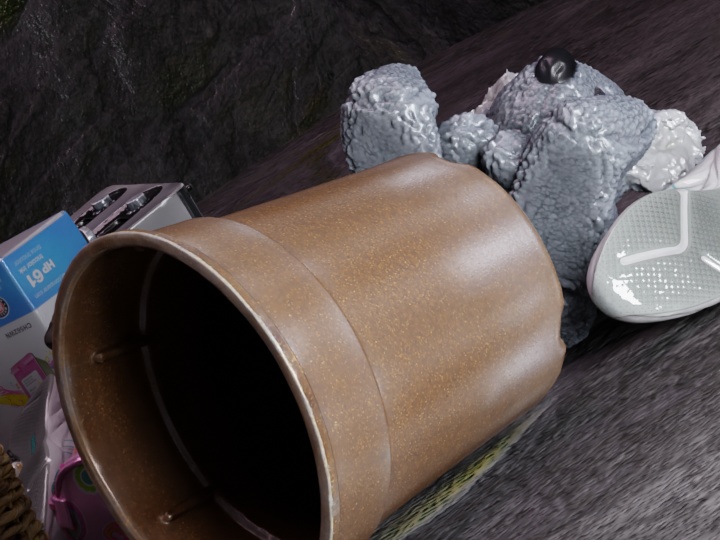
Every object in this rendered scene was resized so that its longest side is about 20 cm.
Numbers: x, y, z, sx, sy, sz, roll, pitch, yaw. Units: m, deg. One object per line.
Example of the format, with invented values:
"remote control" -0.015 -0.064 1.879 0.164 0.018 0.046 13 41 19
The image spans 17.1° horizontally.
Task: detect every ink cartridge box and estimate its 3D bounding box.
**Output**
"ink cartridge box" -0.234 0.076 1.831 0.144 0.200 0.085 -25 13 43

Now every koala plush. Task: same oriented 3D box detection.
"koala plush" 0.103 -0.057 1.423 0.177 0.184 0.200 9 31 21

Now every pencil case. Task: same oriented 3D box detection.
"pencil case" -0.146 0.109 1.577 0.087 0.087 0.200 -28 20 18

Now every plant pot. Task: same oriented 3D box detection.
"plant pot" -0.014 0.043 1.208 0.198 0.200 0.200 -26 3 -38

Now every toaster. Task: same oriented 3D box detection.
"toaster" -0.168 0.034 1.949 0.119 0.200 0.181 -36 16 -20

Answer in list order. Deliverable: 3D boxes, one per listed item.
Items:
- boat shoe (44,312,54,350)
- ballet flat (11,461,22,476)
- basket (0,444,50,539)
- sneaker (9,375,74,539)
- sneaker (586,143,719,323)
"boat shoe" -0.106 0.069 1.522 0.061 0.201 0.072 -59 -14 -6
"ballet flat" -0.237 0.169 1.719 0.070 0.065 0.200 -36 5 7
"basket" -0.297 0.175 1.443 0.200 0.149 0.143 -34 34 -17
"sneaker" -0.195 0.147 1.624 0.070 0.080 0.200 -50 20 25
"sneaker" 0.184 -0.015 1.334 0.200 0.070 0.080 -34 -8 -43
